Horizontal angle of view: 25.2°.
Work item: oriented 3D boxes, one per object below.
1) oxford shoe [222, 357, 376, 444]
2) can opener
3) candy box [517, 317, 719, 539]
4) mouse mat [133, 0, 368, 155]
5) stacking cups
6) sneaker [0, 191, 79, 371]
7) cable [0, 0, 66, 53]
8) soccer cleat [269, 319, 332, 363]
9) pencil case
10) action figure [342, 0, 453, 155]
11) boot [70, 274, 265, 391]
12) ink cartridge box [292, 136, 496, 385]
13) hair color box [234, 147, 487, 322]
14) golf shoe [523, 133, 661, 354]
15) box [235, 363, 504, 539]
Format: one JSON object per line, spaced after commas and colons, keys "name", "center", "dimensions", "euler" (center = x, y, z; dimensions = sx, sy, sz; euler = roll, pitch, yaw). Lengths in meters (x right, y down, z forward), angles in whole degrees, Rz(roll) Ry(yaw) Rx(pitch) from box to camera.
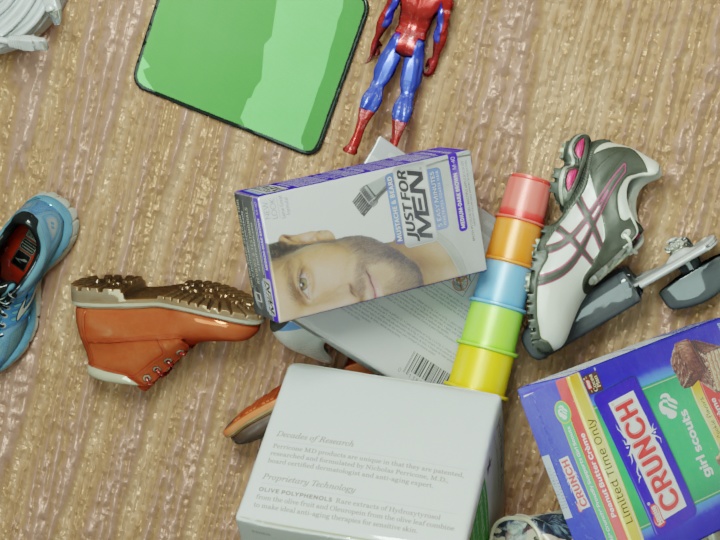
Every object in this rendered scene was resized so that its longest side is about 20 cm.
{"name": "oxford shoe", "center": [-0.035, 0.133, 1.516], "dimensions": [0.200, 0.071, 0.073], "euler": [-22, 97, 15]}
{"name": "can opener", "center": [0.239, 0.027, 1.441], "dimensions": [0.200, 0.053, 0.067], "euler": [-28, 92, 16]}
{"name": "candy box", "center": [0.254, 0.146, 1.371], "dimensions": [0.077, 0.200, 0.169], "euler": [-27, 81, 57]}
{"name": "mouse mat", "center": [-0.105, -0.215, 1.514], "dimensions": [0.200, 0.008, 0.161], "euler": [23, 103, 11]}
{"name": "stacking cups", "center": [0.131, 0.014, 1.432], "dimensions": [0.060, 0.061, 0.200], "euler": [17, 87, 11]}
{"name": "sneaker", "center": [-0.350, 0.015, 1.564], "dimensions": [0.078, 0.090, 0.200], "euler": [27, 104, 9]}
{"name": "cable", "center": [-0.370, -0.303, 1.534], "dimensions": [0.200, 0.069, 0.200], "euler": [-1, 97, 15]}
{"name": "soccer cleat", "center": [0.000, 0.000, 1.497], "dimensions": [0.086, 0.070, 0.200], "euler": [38, 103, -18]}
{"name": "pencil case", "center": [0.216, 0.239, 1.414], "dimensions": [0.200, 0.089, 0.078], "euler": [-5, 96, -29]}
{"name": "action figure", "center": [0.039, -0.196, 1.460], "dimensions": [0.065, 0.052, 0.200], "euler": [19, 97, 5]}
{"name": "boot", "center": [-0.181, 0.064, 1.544], "dimensions": [0.200, 0.075, 0.107], "euler": [3, 102, 22]}
{"name": "ink cartridge box", "center": [0.039, 0.005, 1.446], "dimensions": [0.200, 0.045, 0.176], "euler": [34, 81, -24]}
{"name": "hair color box", "center": [0.002, -0.033, 1.367], "dimensions": [0.200, 0.065, 0.109], "euler": [-14, 102, -21]}
{"name": "golf shoe", "center": [0.198, -0.020, 1.406], "dimensions": [0.088, 0.077, 0.200], "euler": [13, 83, 18]}
{"name": "box", "center": [0.016, 0.217, 1.423], "dimensions": [0.200, 0.171, 0.199], "euler": [7, 140, 12]}
